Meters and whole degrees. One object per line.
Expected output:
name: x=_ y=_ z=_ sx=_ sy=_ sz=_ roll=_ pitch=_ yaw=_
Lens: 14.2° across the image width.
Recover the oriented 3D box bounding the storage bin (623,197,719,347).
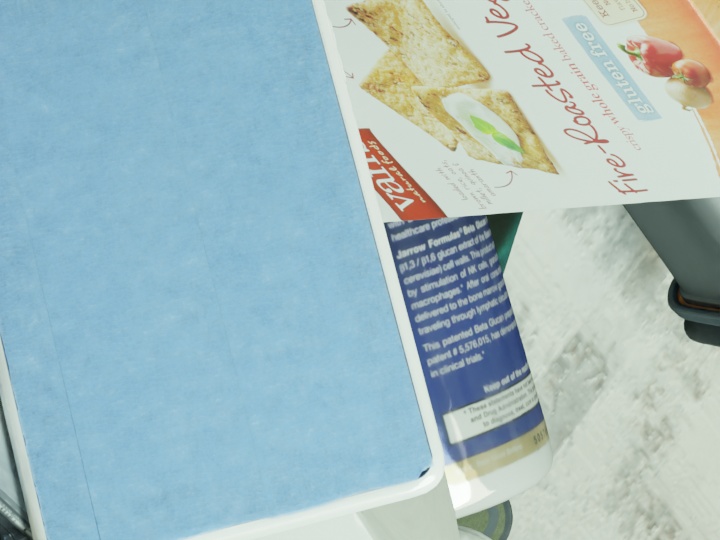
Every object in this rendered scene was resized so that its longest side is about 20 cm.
storage bin: x=0.194 y=-0.082 z=1.357 sx=0.200 sy=0.145 sz=0.134 roll=-48 pitch=112 yaw=-14

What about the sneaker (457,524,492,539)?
sneaker: x=0.000 y=0.141 z=1.231 sx=0.199 sy=0.079 sz=0.130 roll=-46 pitch=-175 yaw=35

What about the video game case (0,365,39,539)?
video game case: x=-0.132 y=0.006 z=0.900 sx=0.019 sy=0.143 sz=0.200 roll=-19 pitch=144 yaw=15

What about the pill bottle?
pill bottle: x=0.000 y=0.000 z=1.158 sx=0.111 sy=0.111 sz=0.201 roll=-20 pitch=96 yaw=-38

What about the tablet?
tablet: x=-0.058 y=-0.012 z=0.909 sx=0.129 sy=0.201 sz=0.014 roll=-14 pitch=166 yaw=-4

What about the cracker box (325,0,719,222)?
cracker box: x=0.052 y=-0.083 z=0.975 sx=0.134 sy=0.199 sz=0.058 roll=49 pitch=56 yaw=-32

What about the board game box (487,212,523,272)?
board game box: x=0.031 y=-0.065 z=1.261 sx=0.135 sy=0.028 sz=0.201 roll=0 pitch=113 yaw=-46

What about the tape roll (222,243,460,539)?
tape roll: x=-0.038 y=0.038 z=1.010 sx=0.071 sy=0.203 sz=0.203 roll=-24 pitch=140 yaw=12

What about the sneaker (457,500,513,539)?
sneaker: x=0.015 y=0.100 z=1.303 sx=0.200 sy=0.081 sz=0.074 roll=30 pitch=90 yaw=-50
